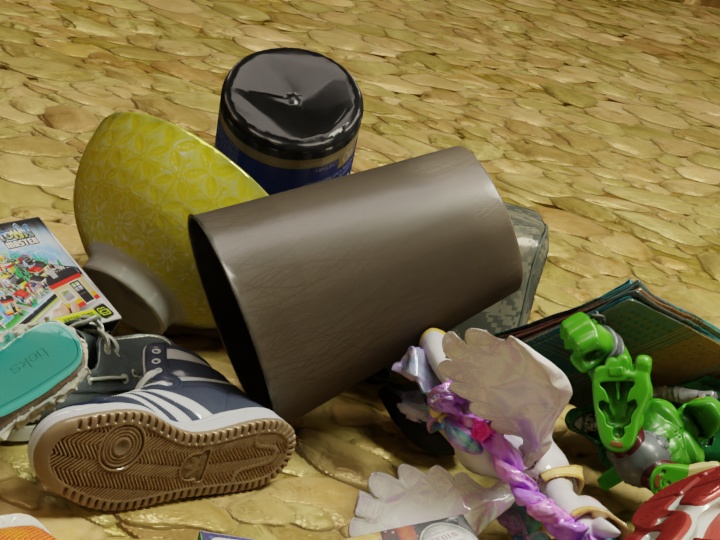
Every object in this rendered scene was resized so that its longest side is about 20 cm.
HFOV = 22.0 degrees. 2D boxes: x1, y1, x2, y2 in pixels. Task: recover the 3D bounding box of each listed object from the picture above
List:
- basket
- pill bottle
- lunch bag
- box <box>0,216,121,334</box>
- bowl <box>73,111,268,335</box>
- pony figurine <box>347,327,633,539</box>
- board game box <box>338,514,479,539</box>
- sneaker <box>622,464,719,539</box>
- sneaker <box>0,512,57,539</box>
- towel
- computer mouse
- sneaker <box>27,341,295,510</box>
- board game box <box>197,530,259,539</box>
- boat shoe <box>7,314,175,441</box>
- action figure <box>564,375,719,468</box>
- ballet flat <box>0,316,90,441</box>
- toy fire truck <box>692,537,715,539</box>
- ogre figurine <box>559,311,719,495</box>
[{"bbox_3d":[0.000,0.000,1.290,0.200,0.180,0.136,-24,43,-11],"label":"basket"},{"bbox_3d":[-0.065,-0.075,1.490,0.112,0.200,0.112,5,51,-6],"label":"pill bottle"},{"bbox_3d":[0.054,0.004,1.467,0.168,0.140,0.200,17,10,4],"label":"lunch bag"},{"bbox_3d":[-0.274,0.023,1.315,0.110,0.035,0.200,48,31,17],"label":"box"},{"bbox_3d":[-0.152,-0.015,1.426,0.200,0.200,0.108,24,64,28],"label":"bowl"},{"bbox_3d":[0.088,0.115,1.199,0.193,0.167,0.200,27,15,-25],"label":"pony figurine"},{"bbox_3d":[-0.003,0.201,0.950,0.200,0.035,0.136,-8,45,-30],"label":"board game box"},{"bbox_3d":[0.217,0.193,1.127,0.078,0.116,0.200,-25,1,39],"label":"sneaker"},{"bbox_3d":[-0.220,0.171,0.936,0.200,0.073,0.077,-10,39,-44],"label":"sneaker"},{"bbox_3d":[0.197,0.065,1.368,0.147,0.022,0.200,-24,-32,33],"label":"towel"},{"bbox_3d":[0.020,0.096,1.388,0.059,0.034,0.200,18,6,-32],"label":"computer mouse"},{"bbox_3d":[-0.147,0.096,1.196,0.200,0.070,0.108,5,24,-45],"label":"sneaker"},{"bbox_3d":[0.006,0.206,1.038,0.200,0.034,0.135,11,19,-10],"label":"board game box"},{"bbox_3d":[-0.187,0.065,1.274,0.073,0.062,0.200,24,21,29],"label":"boat shoe"},{"bbox_3d":[0.251,0.121,1.372,0.200,0.118,0.055,4,1,4],"label":"action figure"},{"bbox_3d":[-0.252,0.096,1.128,0.200,0.072,0.072,-27,39,-32],"label":"ballet flat"},{"bbox_3d":[0.183,0.211,0.927,0.200,0.176,0.129,9,20,-10],"label":"toy fire truck"},{"bbox_3d":[0.204,0.119,1.278,0.200,0.098,0.120,38,3,9],"label":"ogre figurine"}]
